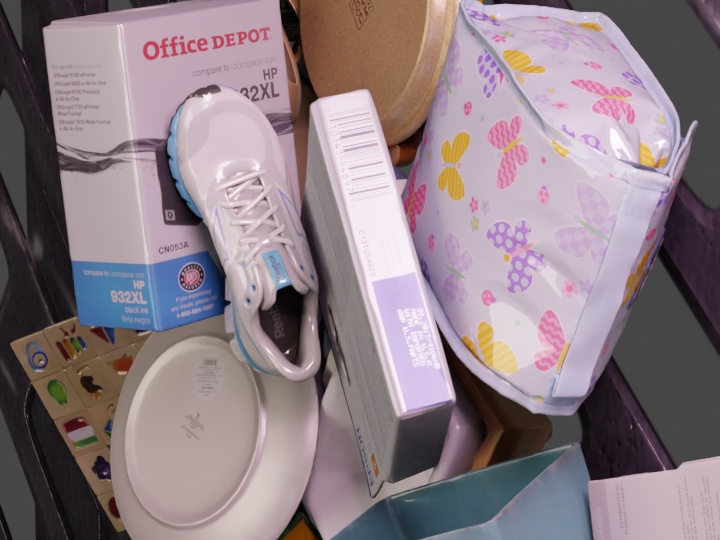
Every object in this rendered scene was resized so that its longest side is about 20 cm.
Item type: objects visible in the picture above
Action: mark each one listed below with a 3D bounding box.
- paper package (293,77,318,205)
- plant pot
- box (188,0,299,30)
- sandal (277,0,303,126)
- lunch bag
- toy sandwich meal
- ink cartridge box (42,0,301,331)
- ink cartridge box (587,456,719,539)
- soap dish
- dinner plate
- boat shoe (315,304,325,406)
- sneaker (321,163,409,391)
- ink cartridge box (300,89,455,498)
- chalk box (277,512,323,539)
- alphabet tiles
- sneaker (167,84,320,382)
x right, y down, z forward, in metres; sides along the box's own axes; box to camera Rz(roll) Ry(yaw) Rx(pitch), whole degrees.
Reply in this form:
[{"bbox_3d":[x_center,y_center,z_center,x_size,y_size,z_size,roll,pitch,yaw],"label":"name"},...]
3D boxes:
[{"bbox_3d":[-0.102,-0.051,1.750,0.191,0.103,0.200,44,130,51],"label":"paper package"},{"bbox_3d":[0.080,0.228,1.368,0.141,0.141,0.200,-20,95,29],"label":"plant pot"},{"bbox_3d":[-0.068,-0.272,1.734,0.200,0.047,0.194,-1,93,60],"label":"box"},{"bbox_3d":[-0.066,-0.179,1.649,0.200,0.054,0.080,-112,23,-45],"label":"sandal"},{"bbox_3d":[0.111,-0.034,1.349,0.200,0.127,0.170,-116,36,-54],"label":"lunch bag"},{"bbox_3d":[0.029,-0.165,1.548,0.205,0.070,0.206,0,90,58],"label":"toy sandwich meal"},{"bbox_3d":[-0.119,-0.073,1.552,0.084,0.145,0.200,3,103,44],"label":"ink cartridge box"},{"bbox_3d":[0.201,0.202,1.283,0.176,0.045,0.200,-18,75,59],"label":"ink cartridge box"},{"bbox_3d":[0.040,0.118,1.528,0.157,0.081,0.200,59,140,40],"label":"soap dish"},{"bbox_3d":[-0.108,0.111,1.615,0.200,0.024,0.201,-13,70,38],"label":"dinner plate"},{"bbox_3d":[-0.025,0.031,1.654,0.066,0.070,0.200,-160,72,-63],"label":"boat shoe"},{"bbox_3d":[0.000,0.000,1.576,0.085,0.075,0.200,51,144,36],"label":"sneaker"},{"bbox_3d":[0.008,0.019,1.417,0.200,0.041,0.200,103,153,-71],"label":"ink cartridge box"},{"bbox_3d":[-0.090,0.252,1.681,0.124,0.125,0.200,52,154,-17],"label":"chalk box"},{"bbox_3d":[-0.140,0.095,1.711,0.200,0.008,0.167,-20,104,30],"label":"alphabet tiles"},{"bbox_3d":[-0.061,-0.020,1.479,0.087,0.075,0.200,-143,33,-69],"label":"sneaker"}]
